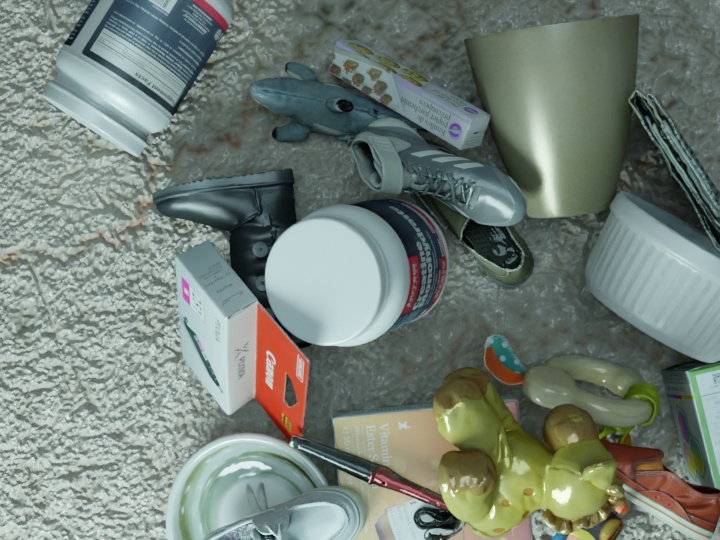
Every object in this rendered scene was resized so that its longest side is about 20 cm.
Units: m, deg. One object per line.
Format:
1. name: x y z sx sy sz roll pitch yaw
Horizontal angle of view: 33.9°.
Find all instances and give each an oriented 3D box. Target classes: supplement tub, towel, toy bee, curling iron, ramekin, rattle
1. supplement tub: -0.243 -0.242 1.294 0.140 0.140 0.201 32 87 3
2. supplement tub: 0.000 0.000 1.223 0.139 0.200 0.141 3 98 22
3. towel: 0.351 -0.108 1.252 0.034 0.200 0.193 -31 86 19
4. toy bee: 0.246 0.276 1.213 0.130 0.200 0.109 32 102 -1
5. curling iron: 0.016 0.220 1.209 0.199 0.026 0.050 29 85 4
6. ramekin: 0.332 0.010 1.245 0.199 0.200 0.105 30 104 3
7. rattle: 0.212 0.158 1.285 0.199 0.131 0.143 5 128 -13

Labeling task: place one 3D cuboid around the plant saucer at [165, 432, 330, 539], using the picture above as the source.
1. plant saucer: -0.113 0.274 1.289 0.199 0.050 0.202 0 91 14

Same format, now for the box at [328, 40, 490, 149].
1. box: 0.051 -0.195 1.293 0.200 0.041 0.039 35 122 29

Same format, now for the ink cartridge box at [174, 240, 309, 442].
1. ink cartridge box: -0.124 0.091 1.219 0.043 0.200 0.174 -30 63 -24

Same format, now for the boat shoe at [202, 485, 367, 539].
1. boat shoe: -0.088 0.279 1.212 0.200 0.071 0.070 -23 86 21

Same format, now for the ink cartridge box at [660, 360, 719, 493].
1. ink cartridge box: 0.387 0.198 1.273 0.059 0.104 0.201 -13 86 0

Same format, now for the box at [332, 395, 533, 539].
1. box: 0.075 0.221 1.274 0.199 0.106 0.153 -6 86 1

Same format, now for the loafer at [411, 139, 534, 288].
1. loafer: 0.123 -0.068 1.313 0.075 0.070 0.200 -44 87 -2

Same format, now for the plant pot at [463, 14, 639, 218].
1. plant pot: 0.215 -0.163 1.279 0.186 0.187 0.201 -7 99 0

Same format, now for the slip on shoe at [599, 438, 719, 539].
1. slip on shoe: 0.283 0.204 1.211 0.199 0.074 0.061 30 93 2

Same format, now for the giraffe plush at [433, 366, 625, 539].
1. giraffe plush: 0.167 0.187 1.126 0.161 0.173 0.201 -8 92 13

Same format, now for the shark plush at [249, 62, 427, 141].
1. shark plush: -0.024 -0.170 1.315 0.199 0.083 0.091 23 86 2

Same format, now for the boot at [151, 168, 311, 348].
1. boot: -0.140 -0.003 1.319 0.164 0.066 0.201 -8 90 2

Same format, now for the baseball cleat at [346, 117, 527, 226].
1. baseball cleat: 0.074 -0.091 1.243 0.199 0.106 0.070 29 128 22
